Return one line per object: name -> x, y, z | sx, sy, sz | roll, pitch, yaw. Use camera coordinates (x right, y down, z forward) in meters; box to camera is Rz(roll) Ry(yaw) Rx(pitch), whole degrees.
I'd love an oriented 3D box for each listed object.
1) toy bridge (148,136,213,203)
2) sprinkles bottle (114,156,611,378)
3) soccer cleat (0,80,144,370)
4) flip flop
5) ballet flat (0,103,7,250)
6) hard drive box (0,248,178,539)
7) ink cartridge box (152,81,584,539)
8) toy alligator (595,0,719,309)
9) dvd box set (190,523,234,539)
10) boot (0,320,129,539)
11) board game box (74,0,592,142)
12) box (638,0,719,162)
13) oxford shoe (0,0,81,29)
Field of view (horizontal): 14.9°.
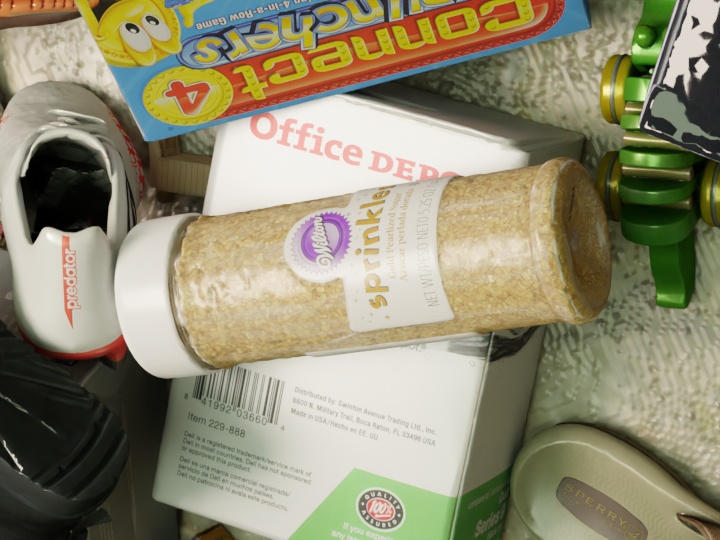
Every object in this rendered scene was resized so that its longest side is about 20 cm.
toy bridge -> -0.084, -0.130, 1.257 | 0.067, 0.027, 0.201 | 9, 102, 23
sprinkles bottle -> 0.000, 0.000, 1.124 | 0.199, 0.068, 0.068 | -8, 95, 24
soccer cleat -> -0.128, -0.039, 1.213 | 0.068, 0.200, 0.085 | -2, 127, -6
flip flop -> 0.146, 0.133, 1.176 | 0.200, 0.058, 0.081 | 33, 110, 17
ballet flat -> -0.214, -0.089, 1.303 | 0.076, 0.064, 0.200 | -36, 82, 25
hard drive box -> -0.191, 0.065, 1.275 | 0.199, 0.077, 0.156 | 17, 132, 20
ink cartridge box -> 0.004, 0.020, 1.209 | 0.146, 0.084, 0.201 | 17, 104, 21
toy alligator -> 0.129, -0.080, 1.153 | 0.059, 0.054, 0.201 | 6, 100, 23
dvd box set -> -0.048, 0.241, 1.295 | 0.200, 0.029, 0.146 | 46, 112, 12
boot -> -0.193, 0.071, 1.181 | 0.198, 0.073, 0.163 | 39, 142, 1
board game box -> -0.024, -0.152, 1.089 | 0.199, 0.196, 0.056 | -14, 54, 8
box -> 0.201, -0.111, 1.036 | 0.104, 0.200, 0.148 | 23, 106, 20
oxford shoe -> -0.210, -0.130, 1.248 | 0.199, 0.073, 0.071 | 2, 58, -7
